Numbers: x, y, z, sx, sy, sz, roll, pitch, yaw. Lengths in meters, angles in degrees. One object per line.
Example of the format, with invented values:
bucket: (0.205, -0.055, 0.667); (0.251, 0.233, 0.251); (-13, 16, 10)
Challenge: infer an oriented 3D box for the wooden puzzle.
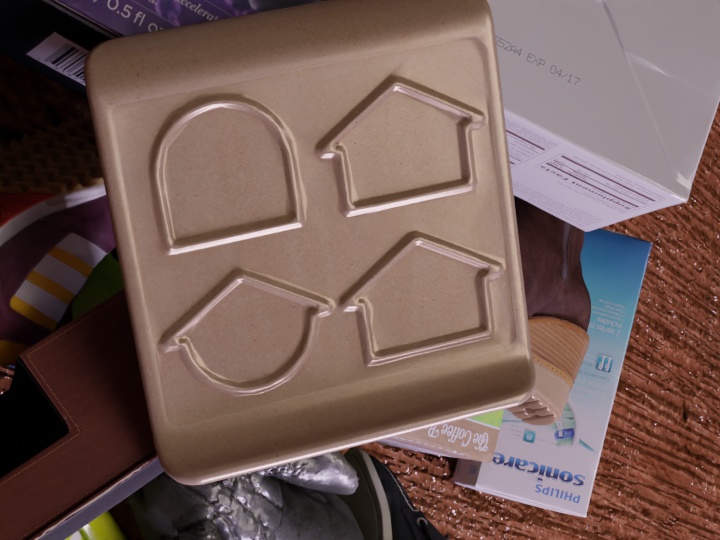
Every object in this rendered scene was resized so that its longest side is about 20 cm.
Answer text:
wooden puzzle: (-0.020, -0.020, 0.730); (0.185, 0.046, 0.201); (-13, 102, -14)

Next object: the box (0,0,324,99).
box: (-0.086, -0.180, 0.778); (0.148, 0.104, 0.200); (27, 74, -22)

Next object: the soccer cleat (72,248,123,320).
soccer cleat: (-0.061, 0.011, 0.830); (0.068, 0.200, 0.081); (32, 64, -65)

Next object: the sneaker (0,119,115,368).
sneaker: (-0.167, -0.005, 0.794); (0.200, 0.075, 0.090); (-33, 135, -40)

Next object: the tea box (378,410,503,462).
tea box: (0.000, 0.000, 0.965); (0.200, 0.133, 0.197); (21, 79, -55)

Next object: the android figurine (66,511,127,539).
android figurine: (-0.185, 0.195, 0.836); (0.182, 0.041, 0.200); (-56, 139, -30)

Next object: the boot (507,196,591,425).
boot: (0.076, -0.023, 0.917); (0.200, 0.072, 0.167); (47, 45, -45)

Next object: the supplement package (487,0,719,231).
supplement package: (0.083, -0.136, 0.828); (0.200, 0.111, 0.156); (25, 76, -15)

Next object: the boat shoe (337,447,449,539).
boat shoe: (0.034, 0.189, 0.963); (0.066, 0.200, 0.075); (8, 122, -25)

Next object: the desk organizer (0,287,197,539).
desk organizer: (-0.165, 0.094, 0.739); (0.200, 0.072, 0.077); (-34, 83, -24)

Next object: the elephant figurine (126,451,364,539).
elephant figurine: (-0.072, 0.132, 0.852); (0.200, 0.155, 0.142); (72, 10, -60)

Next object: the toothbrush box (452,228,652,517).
toothbrush box: (0.136, 0.072, 1.168); (0.146, 0.085, 0.200); (116, -10, -82)
